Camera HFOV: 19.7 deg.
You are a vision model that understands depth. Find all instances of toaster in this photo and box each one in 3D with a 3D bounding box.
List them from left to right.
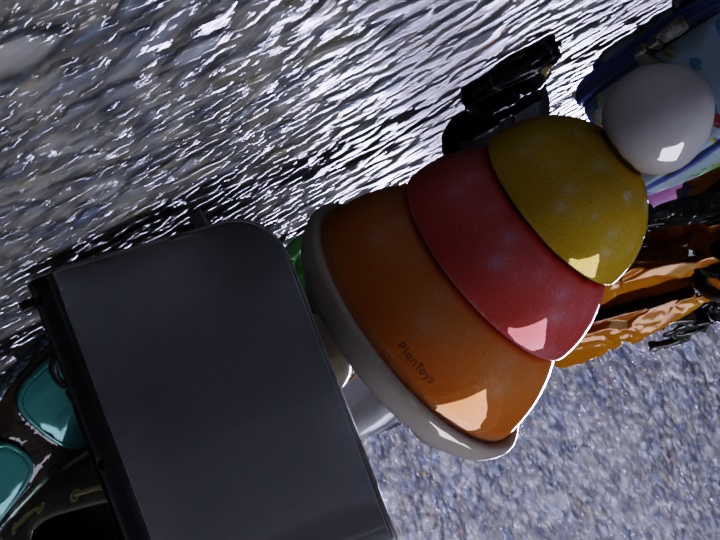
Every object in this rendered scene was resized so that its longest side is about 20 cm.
[{"bbox_3d":[-0.062,0.079,0.947,0.118,0.201,0.181,-21,174,-1],"label":"toaster"}]

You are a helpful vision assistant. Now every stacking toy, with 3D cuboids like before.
[{"bbox_3d":[0.085,-0.020,0.954,0.200,0.146,0.146,-38,171,20],"label":"stacking toy"}]

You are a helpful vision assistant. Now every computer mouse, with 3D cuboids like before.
[{"bbox_3d":[0.073,-0.073,0.995,0.058,0.034,0.200,-25,174,-4],"label":"computer mouse"}]

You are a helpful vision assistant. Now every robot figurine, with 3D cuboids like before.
[{"bbox_3d":[0.139,-0.002,1.098,0.199,0.058,0.145,-17,153,2],"label":"robot figurine"}]

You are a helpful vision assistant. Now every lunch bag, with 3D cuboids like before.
[{"bbox_3d":[0.214,-0.111,1.027,0.199,0.083,0.161,-22,173,-34],"label":"lunch bag"}]

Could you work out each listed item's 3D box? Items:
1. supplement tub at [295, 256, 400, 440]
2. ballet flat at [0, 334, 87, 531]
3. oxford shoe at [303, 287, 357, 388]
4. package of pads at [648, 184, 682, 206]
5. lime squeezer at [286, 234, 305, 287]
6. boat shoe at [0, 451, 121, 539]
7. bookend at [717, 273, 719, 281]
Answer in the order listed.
[{"bbox_3d":[-0.001,0.043,1.308,0.122,0.123,0.200,-27,174,11],"label":"supplement tub"},{"bbox_3d":[-0.177,0.075,1.075,0.200,0.074,0.074,-42,177,-6],"label":"ballet flat"},{"bbox_3d":[-0.092,0.055,1.111,0.199,0.071,0.074,-14,-162,34],"label":"oxford shoe"},{"bbox_3d":[0.258,-0.112,1.275,0.120,0.076,0.200,-25,176,-36],"label":"package of pads"},{"bbox_3d":[0.000,0.000,1.171,0.199,0.038,0.071,7,177,-20],"label":"lime squeezer"},{"bbox_3d":[-0.156,0.146,1.112,0.201,0.072,0.060,-38,-161,36],"label":"boat shoe"},{"bbox_3d":[0.251,-0.022,0.968,0.199,0.092,0.200,-46,156,18],"label":"bookend"}]
